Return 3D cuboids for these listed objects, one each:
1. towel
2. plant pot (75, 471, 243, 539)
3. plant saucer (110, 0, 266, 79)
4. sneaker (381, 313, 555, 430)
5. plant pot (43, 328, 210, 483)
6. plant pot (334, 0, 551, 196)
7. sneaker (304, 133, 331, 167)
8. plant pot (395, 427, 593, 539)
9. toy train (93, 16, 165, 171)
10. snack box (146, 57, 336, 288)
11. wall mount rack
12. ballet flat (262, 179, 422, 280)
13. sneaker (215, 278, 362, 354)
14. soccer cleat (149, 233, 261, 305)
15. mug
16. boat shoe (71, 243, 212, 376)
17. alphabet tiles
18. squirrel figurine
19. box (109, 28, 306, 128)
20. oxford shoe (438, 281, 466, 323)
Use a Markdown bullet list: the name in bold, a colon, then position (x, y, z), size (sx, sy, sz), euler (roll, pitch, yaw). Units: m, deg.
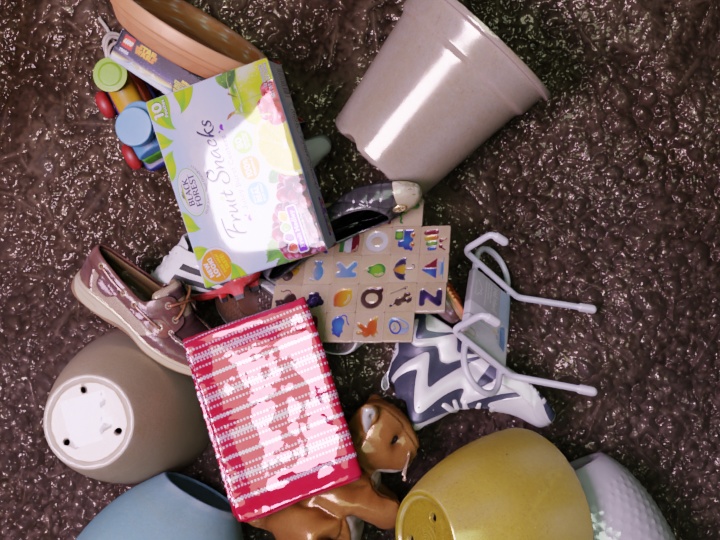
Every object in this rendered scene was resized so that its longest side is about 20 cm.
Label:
- **towel**: position (-0.093, 0.145, 0.967), size (0.143, 0.022, 0.202), euler (-19, 84, 0)
- **plant pot**: position (-0.204, 0.301, 1.007), size (0.199, 0.200, 0.136), euler (28, 85, 3)
- **plant saucer**: position (-0.192, -0.261, 1.032), size (0.199, 0.200, 0.038), euler (34, 107, 3)
- **sneaker**: position (0.111, 0.149, 1.057), size (0.198, 0.079, 0.130), euler (34, 91, 3)
- **plant pot**: position (-0.265, 0.154, 1.012), size (0.185, 0.200, 0.190), euler (0, 88, 3)
- **plant pot**: position (0.077, -0.190, 1.031), size (0.200, 0.200, 0.184), euler (42, 101, 3)
- **sneaker**: position (-0.104, -0.080, 1.086), size (0.200, 0.070, 0.080), euler (-40, 93, 7)
- **plant pot**: position (0.121, 0.272, 0.968), size (0.141, 0.199, 0.203), euler (1, 87, -34)
- **toy train**: position (-0.278, -0.219, 1.069), size (0.084, 0.116, 0.201), euler (-28, 87, 0)
- **snack box**: position (-0.123, -0.099, 0.963), size (0.141, 0.053, 0.202), euler (-17, 94, 14)
- **wall mount rack**: position (0.180, 0.056, 1.023), size (0.173, 0.074, 0.201), euler (36, 45, -26)
- **ballet flat**: position (-0.021, -0.043, 1.007), size (0.198, 0.066, 0.057), euler (-23, 58, 15)
- **sneaker**: position (-0.075, 0.052, 1.082), size (0.198, 0.084, 0.074), euler (16, 105, 23)
- **soccer cleat**: position (-0.205, 0.004, 1.062), size (0.198, 0.069, 0.086), euler (-13, 97, 24)
- **mug**: position (0.245, 0.309, 1.024), size (0.199, 0.147, 0.177), euler (-30, 80, 31)
- **boat shoe**: position (-0.215, 0.042, 1.005), size (0.199, 0.072, 0.072), euler (36, 115, -1)
- **alphabet tiles**: position (0.000, 0.000, 1.020), size (0.198, 0.006, 0.168), euler (-1, 67, 17)
- **squirrel figurine**: position (-0.035, 0.216, 1.026), size (0.199, 0.141, 0.188), euler (28, 96, 10)
- **box**: position (-0.167, -0.204, 1.052), size (0.199, 0.137, 0.040), euler (33, 105, 3)
- **oxford shoe**: position (0.040, 0.001, 1.064), size (0.073, 0.071, 0.200), euler (-47, 69, 1)
